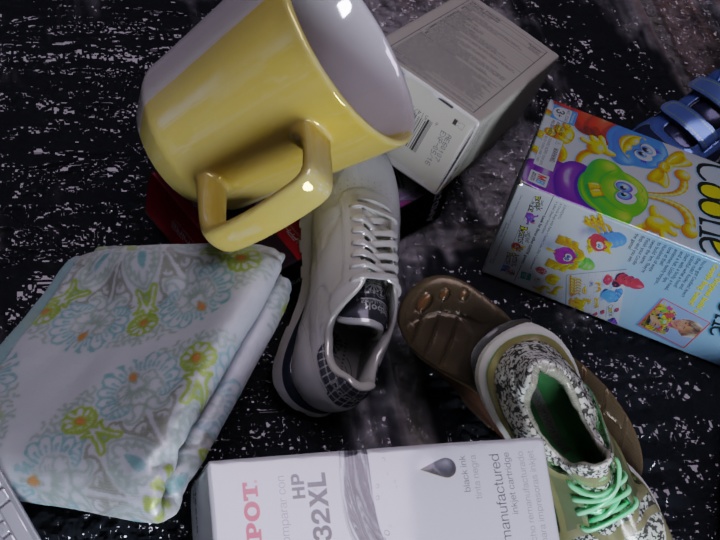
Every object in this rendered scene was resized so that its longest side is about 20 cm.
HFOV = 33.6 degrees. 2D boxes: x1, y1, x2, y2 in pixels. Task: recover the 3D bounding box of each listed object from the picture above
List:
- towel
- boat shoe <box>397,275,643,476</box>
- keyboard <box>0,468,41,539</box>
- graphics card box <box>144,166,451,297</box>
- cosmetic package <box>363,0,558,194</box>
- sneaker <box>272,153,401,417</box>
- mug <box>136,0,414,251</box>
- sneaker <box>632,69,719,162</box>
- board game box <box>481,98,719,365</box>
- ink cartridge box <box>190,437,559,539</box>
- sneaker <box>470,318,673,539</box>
[{"bbox_3d":[-0.150,0.059,0.735,0.171,0.048,0.200,0,44,29],"label":"towel"},{"bbox_3d":[0.108,0.078,0.811,0.200,0.068,0.072,41,86,0],"label":"boat shoe"},{"bbox_3d":[-0.220,0.134,0.680,0.200,0.056,0.011,56,24,12],"label":"keyboard"},{"bbox_3d":[-0.045,-0.055,0.898,0.200,0.051,0.126,-27,62,-31],"label":"graphics card box"},{"bbox_3d":[0.071,-0.146,0.940,0.103,0.073,0.200,36,33,9],"label":"cosmetic package"},{"bbox_3d":[0.000,0.000,0.808,0.076,0.080,0.201,16,69,-23],"label":"sneaker"},{"bbox_3d":[-0.072,-0.110,0.785,0.150,0.153,0.187,59,23,-9],"label":"mug"},{"bbox_3d":[0.294,-0.128,1.015,0.200,0.082,0.074,-29,65,-29],"label":"sneaker"},{"bbox_3d":[0.210,-0.029,0.901,0.199,0.105,0.103,22,50,4],"label":"board game box"},{"bbox_3d":[0.010,0.179,0.680,0.199,0.084,0.146,-2,71,-15],"label":"ink cartridge box"},{"bbox_3d":[0.136,0.127,0.734,0.077,0.089,0.200,-33,96,-1],"label":"sneaker"}]
